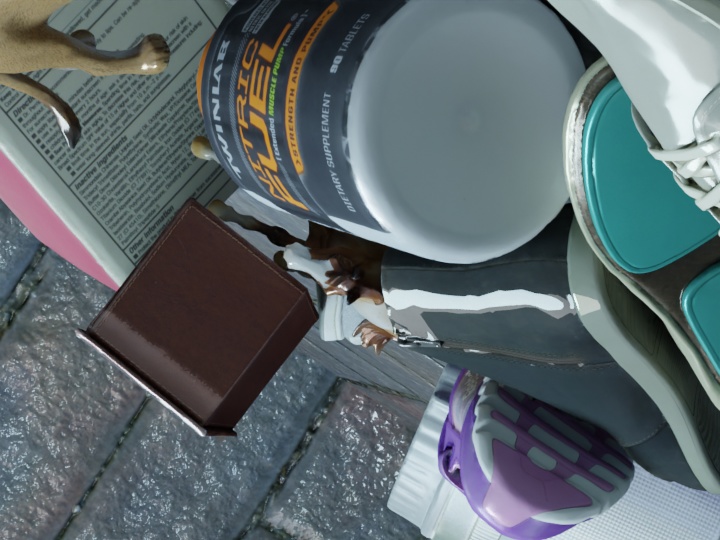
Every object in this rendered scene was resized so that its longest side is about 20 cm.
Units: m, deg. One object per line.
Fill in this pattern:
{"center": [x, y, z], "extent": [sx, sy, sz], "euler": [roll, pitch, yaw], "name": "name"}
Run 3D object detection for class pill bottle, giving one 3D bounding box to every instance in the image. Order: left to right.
{"center": [0.001, -0.068, 0.869], "extent": [0.106, 0.107, 0.200], "euler": [36, 172, -26], "name": "pill bottle"}

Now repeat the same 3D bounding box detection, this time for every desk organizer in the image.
{"center": [-0.070, 0.026, 1.007], "extent": [0.072, 0.077, 0.200], "euler": [38, 176, 3], "name": "desk organizer"}

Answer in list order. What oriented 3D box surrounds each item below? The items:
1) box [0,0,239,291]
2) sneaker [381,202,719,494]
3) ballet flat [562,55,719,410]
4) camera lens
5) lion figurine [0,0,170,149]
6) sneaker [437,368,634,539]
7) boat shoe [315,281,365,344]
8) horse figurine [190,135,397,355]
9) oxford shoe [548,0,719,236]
{"center": [-0.142, -0.108, 1.003], "extent": [0.109, 0.128, 0.200], "euler": [27, 160, 51], "name": "box"}
{"center": [0.093, 0.032, 0.911], "extent": [0.105, 0.075, 0.200], "euler": [-2, 147, 31], "name": "sneaker"}
{"center": [0.120, -0.018, 0.807], "extent": [0.069, 0.069, 0.201], "euler": [25, 154, 47], "name": "ballet flat"}
{"center": [0.133, 0.105, 1.173], "extent": [0.199, 0.161, 0.160], "euler": [24, 172, 5], "name": "camera lens"}
{"center": [-0.120, -0.127, 0.830], "extent": [0.122, 0.201, 0.073], "euler": [-1, -139, -41], "name": "lion figurine"}
{"center": [0.072, 0.079, 0.989], "extent": [0.080, 0.089, 0.200], "euler": [40, -159, -6], "name": "sneaker"}
{"center": [0.011, 0.004, 1.188], "extent": [0.064, 0.075, 0.202], "euler": [-7, 169, 8], "name": "boat shoe"}
{"center": [0.000, 0.000, 0.998], "extent": [0.132, 0.050, 0.200], "euler": [27, 174, 32], "name": "horse figurine"}
{"center": [0.127, -0.041, 0.697], "extent": [0.199, 0.058, 0.075], "euler": [37, 175, -17], "name": "oxford shoe"}
